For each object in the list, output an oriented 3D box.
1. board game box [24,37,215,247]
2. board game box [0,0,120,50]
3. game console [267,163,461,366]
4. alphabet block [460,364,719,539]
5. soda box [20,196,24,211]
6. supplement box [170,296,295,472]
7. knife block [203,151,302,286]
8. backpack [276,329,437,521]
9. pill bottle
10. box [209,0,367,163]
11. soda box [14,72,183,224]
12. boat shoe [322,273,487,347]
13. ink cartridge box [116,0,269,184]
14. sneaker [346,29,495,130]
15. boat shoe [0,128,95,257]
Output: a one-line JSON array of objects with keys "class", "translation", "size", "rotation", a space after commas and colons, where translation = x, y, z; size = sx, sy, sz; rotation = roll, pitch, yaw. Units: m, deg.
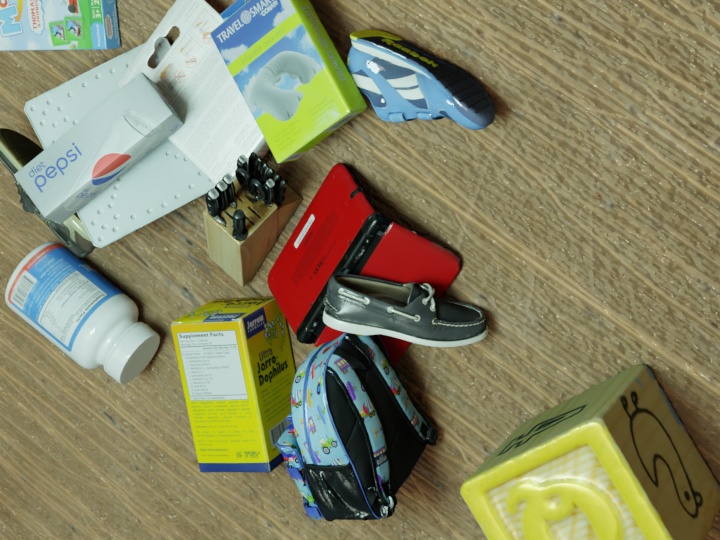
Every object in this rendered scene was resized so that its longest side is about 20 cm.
[{"class": "board game box", "translation": [-0.288, -0.160, 1.724], "size": [0.198, 0.026, 0.202], "rotation": [-28, 91, -11]}, {"class": "board game box", "translation": [-0.408, -0.364, 1.789], "size": [0.198, 0.037, 0.154], "rotation": [4, 106, 27]}, {"class": "game console", "translation": [0.000, 0.000, 1.696], "size": [0.201, 0.118, 0.173], "rotation": [-57, 46, 27]}, {"class": "alphabet block", "translation": [0.261, 0.249, 1.529], "size": [0.195, 0.200, 0.197], "rotation": [-33, 89, 29]}, {"class": "soda box", "translation": [-0.356, -0.123, 1.814], "size": [0.198, 0.064, 0.069], "rotation": [-3, 103, 28]}, {"class": "supplement box", "translation": [-0.153, 0.145, 1.760], "size": [0.108, 0.109, 0.203], "rotation": [-3, 103, 27]}, {"class": "knife block", "translation": [-0.153, -0.054, 1.667], "size": [0.064, 0.175, 0.201], "rotation": [41, 118, 11]}, {"class": "backpack", "translation": [-0.018, 0.176, 1.645], "size": [0.133, 0.183, 0.202], "rotation": [-11, 115, 33]}, {"class": "pill bottle", "translation": [-0.368, 0.061, 1.844], "size": [0.199, 0.112, 0.113], "rotation": [37, 117, 13]}, {"class": "box", "translation": [-0.090, -0.243, 1.601], "size": [0.121, 0.048, 0.202], "rotation": [-32, 84, 30]}, {"class": "soda box", "translation": [-0.313, -0.146, 1.657], "size": [0.199, 0.063, 0.069], "rotation": [-38, 82, 0]}, {"class": "boat shoe", "translation": [0.055, 0.042, 1.619], "size": [0.197, 0.074, 0.061], "rotation": [8, 116, 1]}, {"class": "ink cartridge box", "translation": [-0.181, -0.222, 1.691], "size": [0.200, 0.050, 0.161], "rotation": [44, 105, 13]}, {"class": "sneaker", "translation": [0.066, -0.203, 1.578], "size": [0.199, 0.074, 0.083], "rotation": [32, 118, 24]}, {"class": "boat shoe", "translation": [-0.409, -0.098, 1.769], "size": [0.200, 0.073, 0.065], "rotation": [46, 114, 9]}]
